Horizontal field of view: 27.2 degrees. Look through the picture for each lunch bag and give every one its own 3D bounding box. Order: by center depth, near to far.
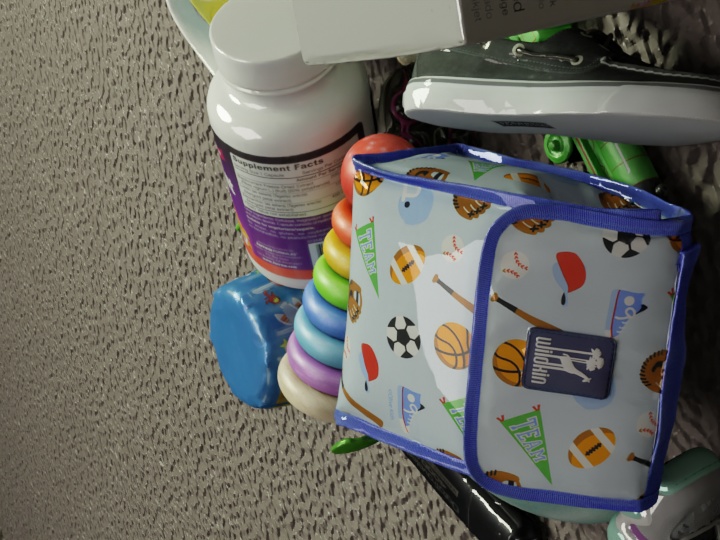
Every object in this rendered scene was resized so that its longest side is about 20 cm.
[{"bbox_3d":[0.087,0.028,0.831,0.200,0.124,0.170,18,112,39],"label":"lunch bag"}]

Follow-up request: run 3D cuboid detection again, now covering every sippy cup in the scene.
[{"bbox_3d":[-0.038,0.042,1.122,0.178,0.130,0.140,43,140,42],"label":"sippy cup"}]

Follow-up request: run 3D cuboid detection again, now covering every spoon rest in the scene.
[{"bbox_3d":[-0.090,-0.167,1.128,0.061,0.099,0.200,-25,98,26],"label":"spoon rest"}]

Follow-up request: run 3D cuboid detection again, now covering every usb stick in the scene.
[{"bbox_3d":[0.071,0.153,1.134,0.200,0.033,0.056,46,149,43],"label":"usb stick"}]

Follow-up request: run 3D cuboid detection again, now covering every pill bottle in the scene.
[{"bbox_3d":[-0.043,-0.091,1.021,0.111,0.111,0.200,49,160,40],"label":"pill bottle"}]

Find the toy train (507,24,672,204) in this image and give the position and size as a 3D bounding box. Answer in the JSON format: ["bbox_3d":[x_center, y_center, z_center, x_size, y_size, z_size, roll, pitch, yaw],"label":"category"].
[{"bbox_3d":[0.127,-0.100,0.875,0.056,0.042,0.200,-45,64,49],"label":"toy train"}]

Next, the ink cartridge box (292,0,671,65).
[{"bbox_3d":[0.077,-0.193,0.733,0.145,0.200,0.148,5,109,58],"label":"ink cartridge box"}]

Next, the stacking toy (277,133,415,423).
[{"bbox_3d":[0.000,0.000,0.984,0.085,0.085,0.200,45,134,44],"label":"stacking toy"}]

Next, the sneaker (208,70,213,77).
[{"bbox_3d":[-0.100,-0.197,1.223,0.090,0.066,0.200,-27,82,61],"label":"sneaker"}]

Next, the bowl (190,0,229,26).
[{"bbox_3d":[-0.066,-0.258,1.054,0.108,0.200,0.200,-28,76,19],"label":"bowl"}]

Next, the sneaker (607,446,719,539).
[{"bbox_3d":[0.206,0.203,0.866,0.140,0.078,0.200,49,152,34],"label":"sneaker"}]

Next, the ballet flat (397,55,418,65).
[{"bbox_3d":[0.014,-0.178,0.974,0.200,0.062,0.068,-133,29,-65],"label":"ballet flat"}]

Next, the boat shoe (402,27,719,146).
[{"bbox_3d":[0.113,-0.106,0.818,0.200,0.069,0.057,7,84,32],"label":"boat shoe"}]

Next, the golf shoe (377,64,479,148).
[{"bbox_3d":[0.041,-0.041,1.034,0.092,0.072,0.200,4,108,61],"label":"golf shoe"}]

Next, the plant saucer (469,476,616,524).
[{"bbox_3d":[0.098,0.091,0.965,0.201,0.039,0.201,27,135,30],"label":"plant saucer"}]
